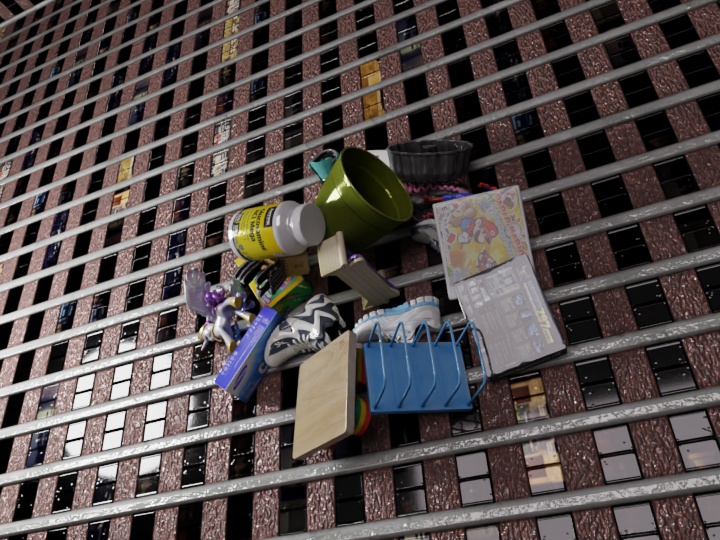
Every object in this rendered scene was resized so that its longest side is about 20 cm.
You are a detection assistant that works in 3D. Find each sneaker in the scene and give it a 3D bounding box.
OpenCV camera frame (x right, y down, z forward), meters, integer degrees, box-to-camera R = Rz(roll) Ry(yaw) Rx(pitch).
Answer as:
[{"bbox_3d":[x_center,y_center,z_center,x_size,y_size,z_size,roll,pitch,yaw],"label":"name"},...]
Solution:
[{"bbox_3d":[0.192,-0.054,1.336,0.197,0.077,0.086,11,73,28],"label":"sneaker"},{"bbox_3d":[0.076,0.123,1.294,0.197,0.075,0.088,-21,60,14],"label":"sneaker"},{"bbox_3d":[-0.077,-0.220,1.543,0.082,0.121,0.203,-13,57,19],"label":"sneaker"},{"bbox_3d":[-0.112,0.156,1.361,0.198,0.080,0.129,-39,43,-12],"label":"sneaker"},{"bbox_3d":[0.150,-0.153,1.431,0.196,0.079,0.097,1,98,15],"label":"sneaker"}]

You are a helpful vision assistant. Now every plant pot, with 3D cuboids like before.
[{"bbox_3d":[-0.022,-0.126,1.355,0.193,0.198,0.203,-43,46,32],"label":"plant pot"}]

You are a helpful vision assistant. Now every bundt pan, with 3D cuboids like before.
[{"bbox_3d":[0.158,-0.246,1.422,0.198,0.077,0.202,-4,20,1],"label":"bundt pan"}]

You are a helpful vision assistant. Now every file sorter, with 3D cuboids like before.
[{"bbox_3d":[0.115,0.172,1.156,0.196,0.123,0.141,0,55,-11],"label":"file sorter"}]

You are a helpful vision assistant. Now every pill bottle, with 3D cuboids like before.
[{"bbox_3d":[-0.174,-0.084,1.316,0.197,0.112,0.114,-7,58,36],"label":"pill bottle"}]

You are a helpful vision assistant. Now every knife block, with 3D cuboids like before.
[{"bbox_3d":[-0.209,-0.033,1.440,0.172,0.065,0.202,-9,47,-7],"label":"knife block"}]

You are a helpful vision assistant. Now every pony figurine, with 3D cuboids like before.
[{"bbox_3d":[-0.322,0.097,1.460,0.198,0.165,0.197,1,85,49],"label":"pony figurine"}]

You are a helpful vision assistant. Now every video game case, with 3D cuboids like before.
[{"bbox_3d":[0.251,-0.055,1.275,0.179,0.023,0.204,-11,84,14],"label":"video game case"}]

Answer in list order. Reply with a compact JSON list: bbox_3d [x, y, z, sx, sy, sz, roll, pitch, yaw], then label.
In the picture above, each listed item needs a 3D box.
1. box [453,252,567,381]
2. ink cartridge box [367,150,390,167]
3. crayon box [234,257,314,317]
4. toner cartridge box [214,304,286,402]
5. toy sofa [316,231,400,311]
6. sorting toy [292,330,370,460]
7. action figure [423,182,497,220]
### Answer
[{"bbox_3d":[0.284,0.089,1.198,0.156,0.051,0.203,-24,66,13],"label":"box"},{"bbox_3d":[0.019,-0.189,1.509,0.115,0.067,0.203,4,65,28],"label":"ink cartridge box"},{"bbox_3d":[-0.210,0.012,1.511,0.118,0.058,0.201,-39,52,1],"label":"crayon box"},{"bbox_3d":[-0.233,0.186,1.395,0.043,0.095,0.202,24,75,33],"label":"toner cartridge box"},{"bbox_3d":[0.000,0.000,1.322,0.096,0.200,0.084,-24,55,20],"label":"toy sofa"},{"bbox_3d":[-0.050,0.253,1.231,0.200,0.069,0.202,-39,40,45],"label":"sorting toy"},{"bbox_3d":[0.238,-0.149,1.336,0.196,0.099,0.067,-7,86,-2],"label":"action figure"}]
